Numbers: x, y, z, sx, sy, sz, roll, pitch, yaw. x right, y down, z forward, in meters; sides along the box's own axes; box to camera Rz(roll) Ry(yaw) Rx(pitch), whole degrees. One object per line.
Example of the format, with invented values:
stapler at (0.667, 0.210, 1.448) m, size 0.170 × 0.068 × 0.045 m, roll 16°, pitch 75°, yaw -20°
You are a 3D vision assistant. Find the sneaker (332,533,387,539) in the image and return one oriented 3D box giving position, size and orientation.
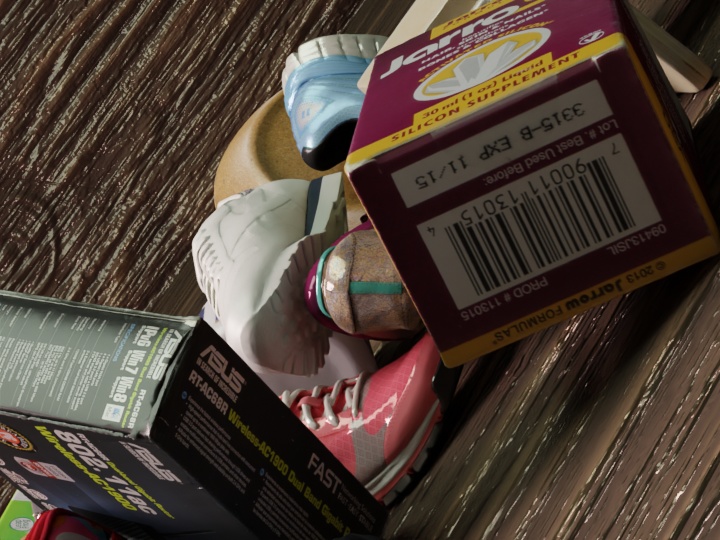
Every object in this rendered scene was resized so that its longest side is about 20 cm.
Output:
sneaker at (-0.024, 0.191, 0.847) m, size 0.078 × 0.066 × 0.200 m, roll -63°, pitch 1°, yaw 37°

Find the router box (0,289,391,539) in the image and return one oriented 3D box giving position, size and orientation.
router box at (-0.097, 0.086, 1.022) m, size 0.150 × 0.200 × 0.062 m, roll 6°, pitch 63°, yaw 33°

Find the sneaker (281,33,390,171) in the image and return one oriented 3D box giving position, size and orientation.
sneaker at (0.053, -0.095, 1.318) m, size 0.078 × 0.200 × 0.090 m, roll 64°, pitch -159°, yaw -58°

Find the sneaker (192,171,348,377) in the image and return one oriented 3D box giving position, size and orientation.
sneaker at (-0.055, 0.005, 1.195) m, size 0.200 × 0.080 × 0.076 m, roll -69°, pitch -21°, yaw -69°

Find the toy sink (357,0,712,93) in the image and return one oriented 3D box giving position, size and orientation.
toy sink at (0.085, -0.099, 1.178) m, size 0.112 × 0.130 × 0.200 m, roll -54°, pitch 9°, yaw 0°

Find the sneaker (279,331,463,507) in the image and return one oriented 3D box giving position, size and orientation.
sneaker at (-0.024, 0.093, 1.146) m, size 0.200 × 0.087 × 0.074 m, roll -49°, pitch 10°, yaw 30°

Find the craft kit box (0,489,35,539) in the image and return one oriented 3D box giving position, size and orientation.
craft kit box at (-0.206, 0.221, 1.478) m, size 0.200 × 0.048 × 0.198 m, roll -71°, pitch -17°, yaw -63°

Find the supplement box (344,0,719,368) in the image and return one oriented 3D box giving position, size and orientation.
supplement box at (0.077, -0.056, 0.980) m, size 0.131 × 0.103 × 0.200 m, roll -25°, pitch 15°, yaw 11°

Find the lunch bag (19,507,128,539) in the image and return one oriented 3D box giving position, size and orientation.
lunch bag at (-0.116, 0.186, 0.965) m, size 0.082 × 0.176 × 0.200 m, roll -53°, pitch 8°, yaw 10°

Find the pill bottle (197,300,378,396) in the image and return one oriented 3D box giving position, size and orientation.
pill bottle at (-0.049, 0.059, 1.336) m, size 0.116 × 0.116 × 0.200 m, roll -53°, pitch 8°, yaw 6°

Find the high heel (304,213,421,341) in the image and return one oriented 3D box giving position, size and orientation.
high heel at (0.000, 0.000, 1.201) m, size 0.096 × 0.067 × 0.200 m, roll 0°, pitch 6°, yaw 31°

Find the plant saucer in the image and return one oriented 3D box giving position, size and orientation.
plant saucer at (0.003, -0.075, 1.370) m, size 0.035 × 0.200 × 0.200 m, roll 79°, pitch -149°, yaw -44°

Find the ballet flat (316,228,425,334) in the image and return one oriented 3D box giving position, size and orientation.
ballet flat at (0.053, 0.000, 1.130) m, size 0.067 × 0.068 × 0.200 m, roll 0°, pitch 11°, yaw 30°

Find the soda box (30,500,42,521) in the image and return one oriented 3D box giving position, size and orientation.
soda box at (-0.133, 0.156, 1.221) m, size 0.063 × 0.070 × 0.200 m, roll -62°, pitch -25°, yaw -47°
